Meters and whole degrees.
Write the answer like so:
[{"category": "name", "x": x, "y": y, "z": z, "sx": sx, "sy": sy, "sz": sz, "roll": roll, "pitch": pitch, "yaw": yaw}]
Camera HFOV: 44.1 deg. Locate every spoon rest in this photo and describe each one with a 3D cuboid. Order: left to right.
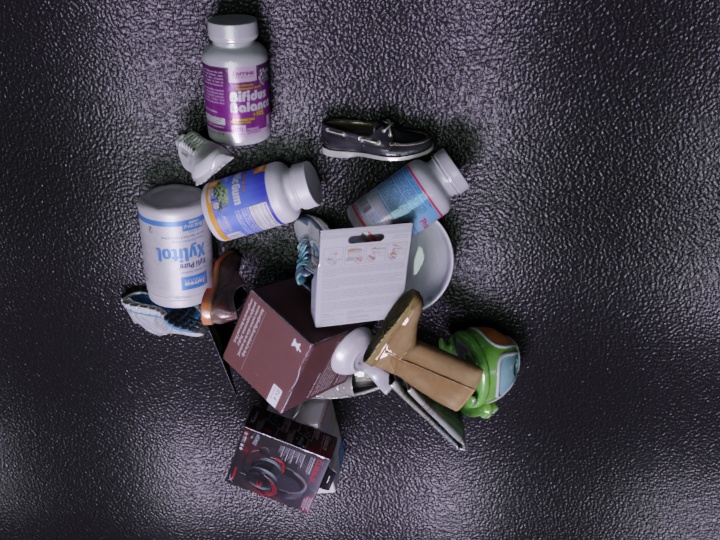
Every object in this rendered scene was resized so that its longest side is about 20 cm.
[{"category": "spoon rest", "x": 0.004, "y": 0.168, "z": 1.651, "sx": 0.100, "sy": 0.061, "sz": 0.200, "roll": -49, "pitch": 143, "yaw": -7}]

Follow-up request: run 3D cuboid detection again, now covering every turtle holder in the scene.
[{"category": "turtle holder", "x": 0.235, "y": 0.196, "z": 1.685, "sx": 0.131, "sy": 0.141, "sz": 0.187, "roll": -13, "pitch": 90, "yaw": -25}]

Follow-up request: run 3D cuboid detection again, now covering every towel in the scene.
[{"category": "towel", "x": 0.129, "y": 0.223, "z": 1.692, "sx": 0.035, "sy": 0.193, "sz": 0.200, "roll": -41, "pitch": 106, "yaw": 19}]

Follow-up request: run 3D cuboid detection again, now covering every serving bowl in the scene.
[{"category": "serving bowl", "x": 0.073, "y": -0.022, "z": 1.626, "sx": 0.198, "sy": 0.066, "sz": 0.202, "roll": 1, "pitch": 96, "yaw": 8}]

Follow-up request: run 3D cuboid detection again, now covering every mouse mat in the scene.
[{"category": "mouse mat", "x": -0.276, "y": 0.133, "z": 1.711, "sx": 0.007, "sy": 0.200, "sz": 0.162, "roll": -21, "pitch": 115, "yaw": -8}]

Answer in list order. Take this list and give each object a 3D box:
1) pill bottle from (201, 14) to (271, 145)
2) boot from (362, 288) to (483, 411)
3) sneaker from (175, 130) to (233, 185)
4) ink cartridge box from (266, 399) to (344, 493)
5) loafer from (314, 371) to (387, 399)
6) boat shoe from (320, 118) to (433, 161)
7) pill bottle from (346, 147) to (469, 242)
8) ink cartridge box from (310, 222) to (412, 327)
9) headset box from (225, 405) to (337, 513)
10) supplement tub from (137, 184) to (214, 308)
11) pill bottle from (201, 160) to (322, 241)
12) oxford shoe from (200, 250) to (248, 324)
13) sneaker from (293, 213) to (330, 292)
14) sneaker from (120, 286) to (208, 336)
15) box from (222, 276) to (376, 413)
[{"category": "pill bottle", "x": -0.209, "y": -0.322, "z": 1.501, "sx": 0.111, "sy": 0.112, "sz": 0.201, "roll": 3, "pitch": 119, "yaw": 7}, {"category": "boot", "x": 0.128, "y": 0.139, "z": 1.553, "sx": 0.199, "sy": 0.066, "sz": 0.176, "roll": 27, "pitch": 120, "yaw": -13}, {"category": "sneaker", "x": -0.279, "y": -0.201, "z": 1.540, "sx": 0.076, "sy": 0.200, "sz": 0.081, "roll": -36, "pitch": 107, "yaw": -17}, {"category": "ink cartridge box", "x": -0.119, "y": 0.340, "z": 1.828, "sx": 0.124, "sy": 0.129, "sz": 0.201, "roll": -6, "pitch": 115, "yaw": 12}, {"category": "loafer", "x": -0.027, "y": 0.217, "z": 1.756, "sx": 0.198, "sy": 0.070, "sz": 0.070, "roll": -14, "pitch": 104, "yaw": -1}, {"category": "boat shoe", "x": 0.027, "y": -0.232, "z": 1.537, "sx": 0.198, "sy": 0.074, "sz": 0.061, "roll": 5, "pitch": 124, "yaw": 16}, {"category": "pill bottle", "x": 0.084, "y": -0.118, "z": 1.527, "sx": 0.199, "sy": 0.109, "sz": 0.109, "roll": -35, "pitch": 108, "yaw": 9}, {"category": "ink cartridge box", "x": 0.000, "y": 0.000, "z": 1.511, "sx": 0.161, "sy": 0.057, "sz": 0.201, "roll": -6, "pitch": 122, "yaw": -14}, {"category": "headset box", "x": -0.145, "y": 0.372, "z": 1.733, "sx": 0.199, "sy": 0.075, "sz": 0.149, "roll": 22, "pitch": 118, "yaw": -1}, {"category": "supplement tub", "x": -0.341, "y": -0.047, "z": 1.657, "sx": 0.131, "sy": 0.132, "sz": 0.201, "roll": 4, "pitch": 118, "yaw": 7}, {"category": "pill bottle", "x": -0.175, "y": -0.130, "z": 1.597, "sx": 0.199, "sy": 0.112, "sz": 0.113, "roll": -16, "pitch": 114, "yaw": 16}, {"category": "oxford shoe", "x": -0.238, "y": 0.033, "z": 1.645, "sx": 0.072, "sy": 0.201, "sz": 0.072, "roll": 1, "pitch": 128, "yaw": 6}, {"category": "sneaker", "x": -0.083, "y": -0.016, "z": 1.609, "sx": 0.201, "sy": 0.086, "sz": 0.078, "roll": 62, "pitch": 146, "yaw": 23}, {"category": "sneaker", "x": -0.381, "y": 0.098, "z": 1.770, "sx": 0.199, "sy": 0.075, "sz": 0.087, "roll": 19, "pitch": 135, "yaw": 24}, {"category": "box", "x": -0.110, "y": 0.125, "z": 1.642, "sx": 0.164, "sy": 0.199, "sz": 0.167, "roll": 40, "pitch": 120, "yaw": 23}]
